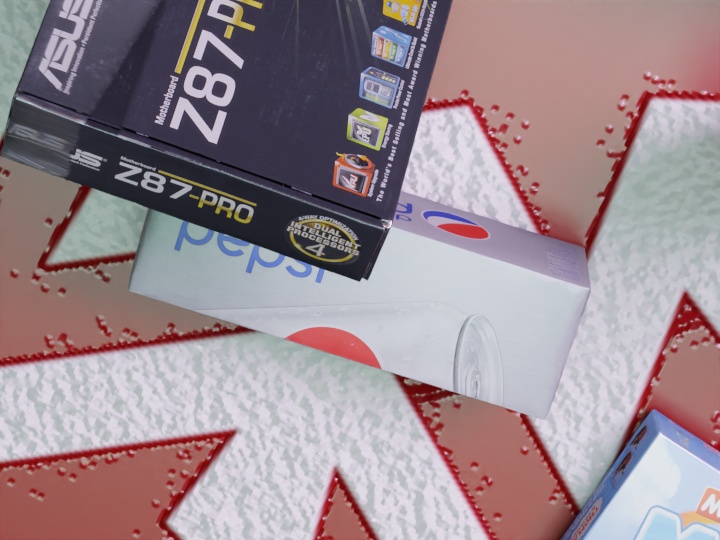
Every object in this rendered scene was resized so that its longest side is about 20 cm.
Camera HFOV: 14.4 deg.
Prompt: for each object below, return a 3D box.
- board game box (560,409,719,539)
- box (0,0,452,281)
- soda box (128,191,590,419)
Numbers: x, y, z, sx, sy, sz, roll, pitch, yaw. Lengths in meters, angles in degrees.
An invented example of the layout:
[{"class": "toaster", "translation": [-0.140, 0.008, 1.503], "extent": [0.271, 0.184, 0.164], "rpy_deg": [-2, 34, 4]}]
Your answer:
[{"class": "board game box", "translation": [0.144, 0.188, 1.349], "extent": [0.151, 0.037, 0.201], "rpy_deg": [32, 104, -8]}, {"class": "box", "translation": [-0.045, -0.109, 1.189], "extent": [0.160, 0.201, 0.049], "rpy_deg": [19, 146, -3]}, {"class": "soda box", "translation": [0.000, 0.000, 1.280], "extent": [0.199, 0.063, 0.069], "rpy_deg": [18, 107, -4]}]
